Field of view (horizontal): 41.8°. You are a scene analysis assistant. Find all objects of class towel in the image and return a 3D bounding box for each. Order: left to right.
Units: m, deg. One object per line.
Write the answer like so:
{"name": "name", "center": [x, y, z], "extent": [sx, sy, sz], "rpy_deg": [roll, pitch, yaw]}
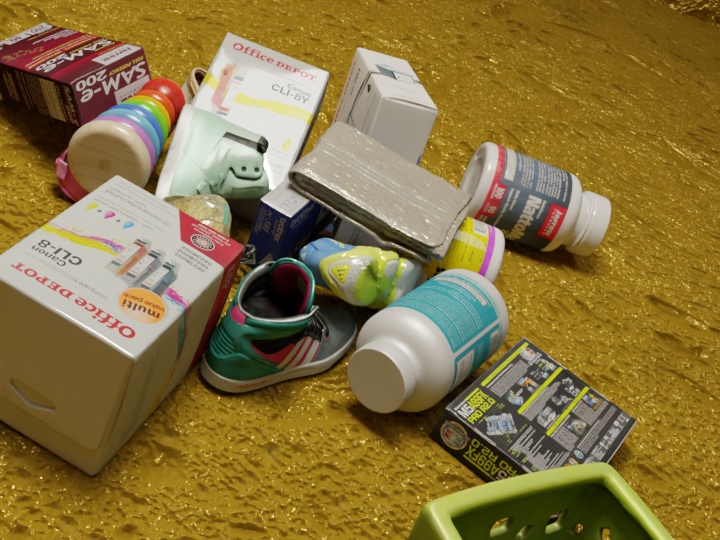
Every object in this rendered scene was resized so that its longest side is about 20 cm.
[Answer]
{"name": "towel", "center": [0.027, -0.091, 1.090], "extent": [0.199, 0.035, 0.133], "rpy_deg": [31, 41, 3]}

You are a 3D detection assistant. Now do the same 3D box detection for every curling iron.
{"name": "curling iron", "center": [-0.134, -0.017, 0.978], "extent": [0.049, 0.026, 0.200], "rpy_deg": [2, 2, -6]}

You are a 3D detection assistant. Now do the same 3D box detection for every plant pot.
{"name": "plant pot", "center": [0.132, 0.283, 0.683], "extent": [0.198, 0.182, 0.200], "rpy_deg": [-1, 41, -35]}

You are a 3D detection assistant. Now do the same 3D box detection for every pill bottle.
{"name": "pill bottle", "center": [0.068, -0.034, 1.156], "extent": [0.199, 0.105, 0.104], "rpy_deg": [20, 33, -8]}
{"name": "pill bottle", "center": [0.069, 0.077, 0.994], "extent": [0.111, 0.111, 0.200], "rpy_deg": [37, 34, 18]}
{"name": "pill bottle", "center": [0.248, -0.095, 1.345], "extent": [0.199, 0.120, 0.120], "rpy_deg": [19, 33, -9]}

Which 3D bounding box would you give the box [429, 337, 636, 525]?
{"name": "box", "center": [0.190, 0.168, 1.009], "extent": [0.160, 0.044, 0.200], "rpy_deg": [36, 34, 17]}

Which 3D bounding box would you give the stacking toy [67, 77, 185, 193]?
{"name": "stacking toy", "center": [-0.241, -0.155, 1.016], "extent": [0.085, 0.086, 0.200], "rpy_deg": [21, 31, -6]}

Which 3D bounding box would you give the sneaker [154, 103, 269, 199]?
{"name": "sneaker", "center": [-0.161, -0.080, 1.031], "extent": [0.118, 0.074, 0.201], "rpy_deg": [16, 68, -9]}

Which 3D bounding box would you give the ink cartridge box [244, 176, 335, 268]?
{"name": "ink cartridge box", "center": [-0.063, -0.081, 1.128], "extent": [0.044, 0.094, 0.200], "rpy_deg": [31, 39, 10]}

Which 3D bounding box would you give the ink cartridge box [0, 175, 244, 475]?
{"name": "ink cartridge box", "center": [-0.222, 0.041, 0.821], "extent": [0.145, 0.145, 0.200], "rpy_deg": [29, 34, 4]}

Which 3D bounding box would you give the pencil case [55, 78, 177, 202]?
{"name": "pencil case", "center": [-0.285, -0.152, 1.104], "extent": [0.093, 0.091, 0.200], "rpy_deg": [27, 34, -9]}

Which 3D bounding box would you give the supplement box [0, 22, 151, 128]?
{"name": "supplement box", "center": [-0.352, -0.233, 1.114], "extent": [0.199, 0.061, 0.109], "rpy_deg": [21, 44, 34]}

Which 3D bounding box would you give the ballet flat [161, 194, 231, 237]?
{"name": "ballet flat", "center": [-0.214, -0.043, 0.940], "extent": [0.199, 0.071, 0.071], "rpy_deg": [-4, 24, 25]}

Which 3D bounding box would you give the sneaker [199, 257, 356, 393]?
{"name": "sneaker", "center": [-0.064, 0.042, 0.946], "extent": [0.084, 0.121, 0.200], "rpy_deg": [43, 36, 25]}

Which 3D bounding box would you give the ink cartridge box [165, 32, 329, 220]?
{"name": "ink cartridge box", "center": [-0.139, -0.178, 1.168], "extent": [0.144, 0.083, 0.201], "rpy_deg": [21, 60, -4]}

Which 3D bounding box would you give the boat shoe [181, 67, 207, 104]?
{"name": "boat shoe", "center": [-0.176, -0.200, 1.258], "extent": [0.200, 0.069, 0.074], "rpy_deg": [42, 36, 24]}

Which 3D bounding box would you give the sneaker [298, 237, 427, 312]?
{"name": "sneaker", "center": [0.000, 0.000, 1.061], "extent": [0.105, 0.076, 0.200], "rpy_deg": [25, -1, 27]}

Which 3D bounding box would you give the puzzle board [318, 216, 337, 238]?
{"name": "puzzle board", "center": [0.031, -0.069, 1.262], "extent": [0.199, 0.017, 0.151], "rpy_deg": [16, 34, -13]}

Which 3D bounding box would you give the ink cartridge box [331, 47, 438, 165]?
{"name": "ink cartridge box", "center": [0.026, -0.201, 1.301], "extent": [0.085, 0.147, 0.200], "rpy_deg": [11, 28, -19]}
